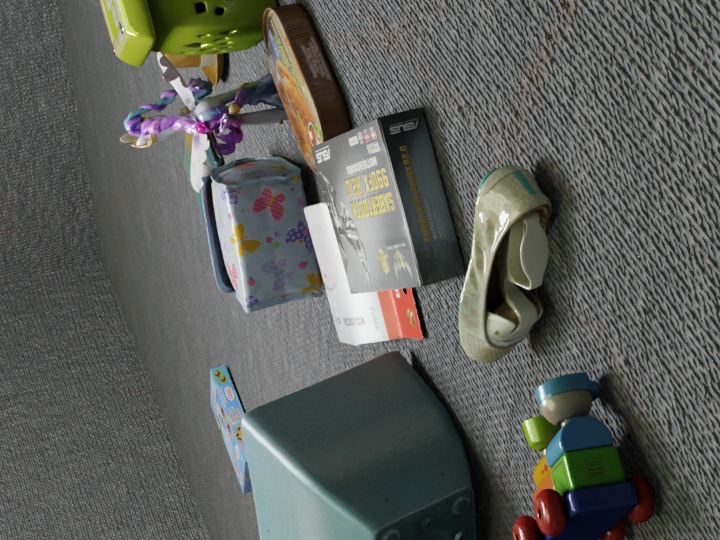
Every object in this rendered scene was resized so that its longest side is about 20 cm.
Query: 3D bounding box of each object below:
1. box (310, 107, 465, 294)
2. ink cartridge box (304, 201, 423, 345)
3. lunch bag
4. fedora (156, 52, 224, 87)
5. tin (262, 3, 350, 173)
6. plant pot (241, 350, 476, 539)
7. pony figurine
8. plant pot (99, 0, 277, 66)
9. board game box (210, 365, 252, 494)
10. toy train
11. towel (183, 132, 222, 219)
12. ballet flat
[{"bbox_3d":[0.022,-0.061,1.377,0.200,0.048,0.159,173,82,-70],"label":"box"},{"bbox_3d":[0.000,0.000,1.546,0.200,0.057,0.163,-176,71,-79],"label":"ink cartridge box"},{"bbox_3d":[-0.130,-0.050,1.817,0.200,0.127,0.170,-134,34,-73],"label":"lunch bag"},{"bbox_3d":[-0.257,-0.352,2.032,0.201,0.082,0.201,164,90,-75],"label":"fedora"},{"bbox_3d":[-0.059,-0.202,1.573,0.112,0.042,0.200,100,150,-66],"label":"tin"},{"bbox_3d":[0.019,0.237,1.470,0.200,0.196,0.197,38,142,49],"label":"plant pot"},{"bbox_3d":[-0.181,-0.184,1.710,0.193,0.200,0.167,-173,69,-74],"label":"pony figurine"},{"bbox_3d":[-0.224,-0.358,1.731,0.200,0.181,0.199,170,84,-76],"label":"plant pot"},{"bbox_3d":[-0.238,0.301,2.705,0.151,0.037,0.200,99,152,-58],"label":"board game box"},{"bbox_3d":[0.153,0.165,1.119,0.200,0.084,0.116,107,154,-64],"label":"toy train"},{"bbox_3d":[-0.254,-0.174,2.326,0.200,0.022,0.147,105,145,-58],"label":"towel"},{"bbox_3d":[0.115,0.011,1.121,0.062,0.067,0.200,46,150,41],"label":"ballet flat"}]
